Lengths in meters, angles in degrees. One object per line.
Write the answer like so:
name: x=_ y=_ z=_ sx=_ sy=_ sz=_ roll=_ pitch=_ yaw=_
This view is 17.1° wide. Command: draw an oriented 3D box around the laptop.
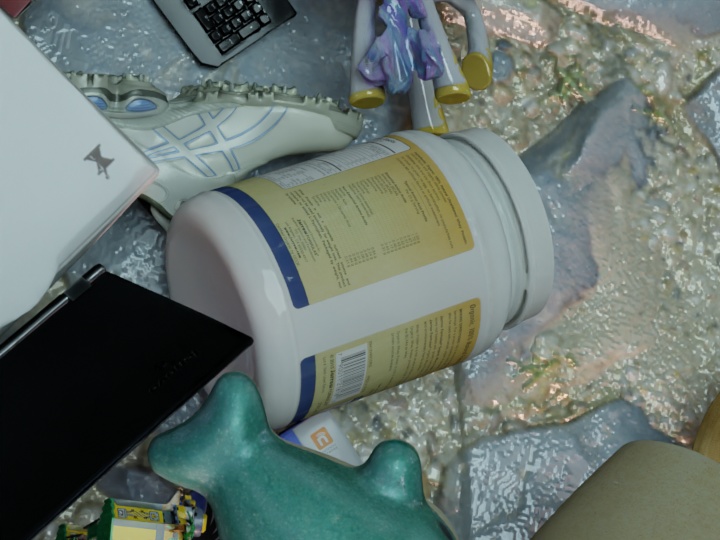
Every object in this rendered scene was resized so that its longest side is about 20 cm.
laptop: x=-0.169 y=0.101 z=1.282 sx=0.116 sy=0.200 sz=0.187 roll=42 pitch=64 yaw=14

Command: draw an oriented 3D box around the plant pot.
plant pot: x=0.151 y=0.206 z=1.377 sx=0.187 sy=0.187 sz=0.201 roll=33 pitch=66 yaw=-11

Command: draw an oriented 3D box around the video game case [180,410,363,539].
video game case: x=-0.054 y=0.207 z=1.399 sx=0.200 sy=0.045 sz=0.182 roll=-32 pitch=88 yaw=-25

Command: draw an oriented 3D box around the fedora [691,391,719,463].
fedora: x=0.273 y=0.155 z=1.520 sx=0.200 sy=0.082 sz=0.202 roll=7 pitch=72 yaw=-20

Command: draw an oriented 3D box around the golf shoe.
golf shoe: x=-0.097 y=-0.069 z=1.451 sx=0.199 sy=0.078 sz=0.098 roll=1 pitch=93 yaw=-15

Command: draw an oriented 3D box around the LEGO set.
LEGO set: x=-0.095 y=0.194 z=1.259 sx=0.115 sy=0.200 sz=0.155 roll=8 pitch=69 yaw=-16

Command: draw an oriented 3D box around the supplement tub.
supplement tub: x=0.000 y=0.000 z=1.419 sx=0.199 sy=0.144 sz=0.145 roll=-18 pitch=83 yaw=-25

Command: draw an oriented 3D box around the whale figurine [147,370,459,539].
whale figurine: x=-0.031 y=0.152 z=1.321 sx=0.159 sy=0.104 sz=0.200 roll=-40 pitch=95 yaw=10

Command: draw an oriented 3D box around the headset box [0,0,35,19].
headset box: x=-0.228 y=-0.234 z=1.371 sx=0.200 sy=0.149 sz=0.077 roll=42 pitch=99 yaw=-13

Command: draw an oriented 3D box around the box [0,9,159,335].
box: x=-0.249 y=-0.052 z=1.314 sx=0.199 sy=0.131 sz=0.200 roll=-45 pitch=95 yaw=-7

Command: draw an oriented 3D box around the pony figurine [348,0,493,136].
pony figurine: x=0.019 y=-0.196 z=1.476 sx=0.193 sy=0.166 sz=0.201 roll=21 pitch=59 yaw=-63

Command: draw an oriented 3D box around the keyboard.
keyboard: x=-0.111 y=-0.233 z=1.494 sx=0.104 sy=0.040 sz=0.200 roll=-37 pitch=92 yaw=-24
